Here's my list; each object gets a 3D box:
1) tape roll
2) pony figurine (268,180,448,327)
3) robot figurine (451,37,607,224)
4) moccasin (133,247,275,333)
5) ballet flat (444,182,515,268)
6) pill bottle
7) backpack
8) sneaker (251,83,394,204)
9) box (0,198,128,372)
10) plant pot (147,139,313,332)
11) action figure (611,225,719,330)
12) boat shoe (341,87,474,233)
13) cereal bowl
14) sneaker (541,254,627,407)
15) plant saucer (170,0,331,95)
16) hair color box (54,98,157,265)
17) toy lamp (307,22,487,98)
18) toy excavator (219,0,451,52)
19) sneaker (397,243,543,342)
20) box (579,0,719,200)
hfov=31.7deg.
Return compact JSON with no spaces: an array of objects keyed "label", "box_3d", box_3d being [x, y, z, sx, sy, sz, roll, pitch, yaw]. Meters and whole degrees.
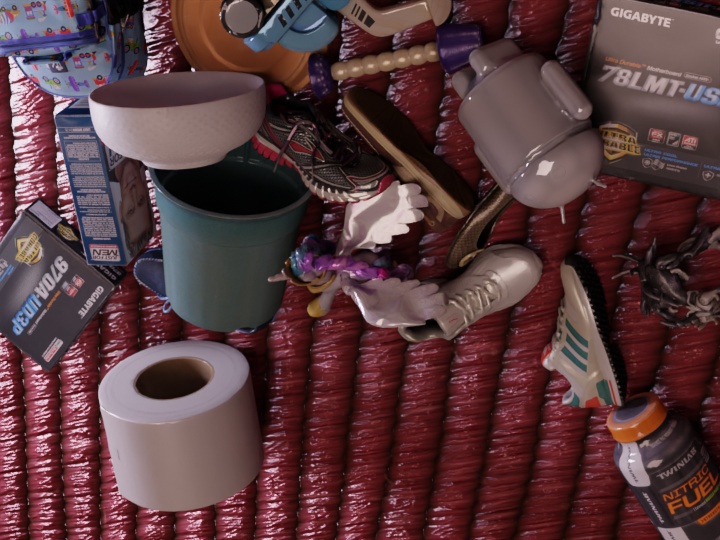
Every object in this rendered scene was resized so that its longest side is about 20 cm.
[{"label":"tape roll","box_3d":[-0.234,0.200,1.668,0.201,0.203,0.140,3,118,18]},{"label":"pony figurine","box_3d":[0.000,0.000,1.481,0.192,0.200,0.168,-12,80,5]},{"label":"robot figurine","box_3d":[0.182,-0.150,1.348,0.201,0.113,0.170,57,147,11]},{"label":"moccasin","box_3d":[-0.206,0.024,1.641,0.199,0.068,0.081,16,121,11]},{"label":"ballet flat","box_3d":[0.163,-0.073,1.464,0.046,0.067,0.200,37,117,6]},{"label":"pill bottle","box_3d":[0.376,0.245,1.535,0.106,0.106,0.201,-26,106,29]},{"label":"backpack","box_3d":[-0.347,-0.288,1.485,0.181,0.135,0.201,4,121,18]},{"label":"sneaker","box_3d":[-0.049,-0.142,1.445,0.199,0.081,0.075,30,137,24]},{"label":"box","box_3d":[-0.433,0.022,1.733,0.159,0.046,0.200,41,122,-5]},{"label":"plant pot","box_3d":[-0.157,-0.046,1.525,0.199,0.201,0.197,17,130,10]},{"label":"action figure","box_3d":[0.384,0.020,1.418,0.199,0.102,0.119,30,136,34]},{"label":"boat shoe","box_3d":[0.043,-0.124,1.476,0.200,0.072,0.072,43,124,-11]},{"label":"cereal bowl","box_3d":[-0.202,-0.165,1.418,0.199,0.200,0.084,4,110,17]},{"label":"sneaker","box_3d":[0.252,0.080,1.509,0.093,0.070,0.201,-12,113,23]},{"label":"plant saucer","box_3d":[-0.129,-0.289,1.467,0.199,0.032,0.202,8,119,15]},{"label":"hair color box","box_3d":[-0.315,-0.117,1.585,0.060,0.100,0.201,2,118,17]},{"label":"toy lamp","box_3d":[0.042,-0.237,1.414,0.199,0.058,0.059,-8,115,16]},{"label":"toy excavator","box_3d":[-0.028,-0.291,1.381,0.200,0.100,0.194,38,109,-21]},{"label":"sneaker","box_3d":[0.129,0.040,1.513,0.199,0.099,0.078,-29,105,30]},{"label":"box","box_3d":[0.334,-0.187,1.351,0.199,0.050,0.200,15,122,12]}]
